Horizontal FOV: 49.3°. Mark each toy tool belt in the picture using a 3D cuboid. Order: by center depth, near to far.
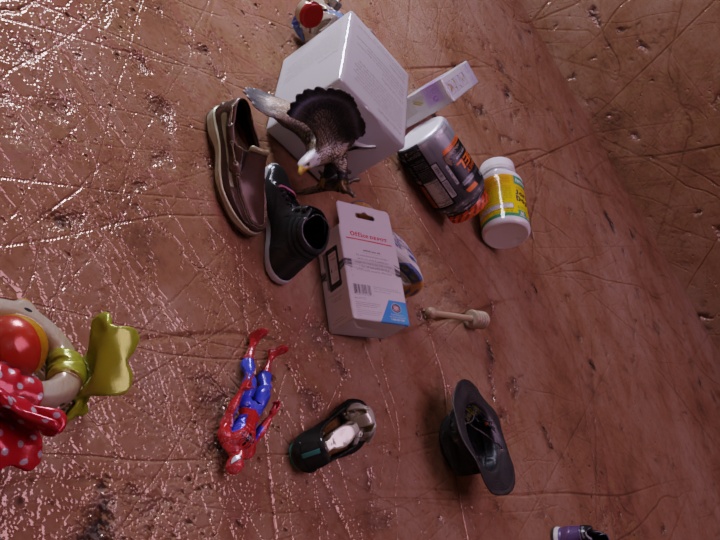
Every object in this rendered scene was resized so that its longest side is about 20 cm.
[{"bbox_3d":[-0.071,-0.451,1.449,0.199,0.125,0.123,26,17,-50],"label":"toy tool belt"}]

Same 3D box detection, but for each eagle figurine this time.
[{"bbox_3d":[-0.065,-0.200,1.162,0.151,0.151,0.201,-99,167,-59],"label":"eagle figurine"}]

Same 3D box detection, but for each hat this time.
[{"bbox_3d":[0.182,0.292,1.331,0.201,0.081,0.202,46,28,-34],"label":"hat"}]

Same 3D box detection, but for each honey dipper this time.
[{"bbox_3d":[0.186,0.091,1.517,0.199,0.038,0.038,9,62,-51],"label":"honey dipper"}]

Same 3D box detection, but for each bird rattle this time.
[{"bbox_3d":[-0.311,0.096,0.717,0.163,0.113,0.200,43,24,8],"label":"bird rattle"}]

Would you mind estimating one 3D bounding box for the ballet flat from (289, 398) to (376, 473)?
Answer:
[{"bbox_3d":[-0.018,0.225,1.085,0.200,0.068,0.068,-25,90,-59],"label":"ballet flat"}]

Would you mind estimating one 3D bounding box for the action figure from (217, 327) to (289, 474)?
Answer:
[{"bbox_3d":[-0.134,0.164,0.977,0.065,0.051,0.201,48,38,-33],"label":"action figure"}]

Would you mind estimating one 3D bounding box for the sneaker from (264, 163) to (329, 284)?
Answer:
[{"bbox_3d":[-0.094,-0.086,1.156,0.070,0.099,0.202,24,49,-45],"label":"sneaker"}]

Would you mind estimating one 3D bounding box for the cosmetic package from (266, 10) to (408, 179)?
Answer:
[{"bbox_3d":[-0.033,-0.285,1.320,0.167,0.166,0.201,41,38,-33],"label":"cosmetic package"}]

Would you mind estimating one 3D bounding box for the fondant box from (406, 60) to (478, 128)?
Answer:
[{"bbox_3d":[0.157,-0.375,1.684,0.059,0.144,0.200,58,32,-11],"label":"fondant box"}]

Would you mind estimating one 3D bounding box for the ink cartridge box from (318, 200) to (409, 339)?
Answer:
[{"bbox_3d":[0.000,0.000,1.246,0.115,0.068,0.202,11,60,-37],"label":"ink cartridge box"}]

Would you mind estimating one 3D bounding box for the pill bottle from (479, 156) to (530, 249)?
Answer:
[{"bbox_3d":[0.329,-0.161,1.826,0.113,0.112,0.201,34,43,-40],"label":"pill bottle"}]

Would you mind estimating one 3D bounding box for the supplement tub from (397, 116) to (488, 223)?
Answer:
[{"bbox_3d":[0.173,-0.204,1.613,0.200,0.122,0.123,52,34,-20],"label":"supplement tub"}]

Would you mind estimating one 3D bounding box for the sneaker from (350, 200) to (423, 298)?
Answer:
[{"bbox_3d":[0.036,-0.043,1.366,0.201,0.075,0.088,55,16,-21],"label":"sneaker"}]

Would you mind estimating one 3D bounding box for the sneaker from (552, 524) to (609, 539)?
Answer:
[{"bbox_3d":[0.467,0.562,1.562,0.200,0.087,0.076,38,40,-38],"label":"sneaker"}]

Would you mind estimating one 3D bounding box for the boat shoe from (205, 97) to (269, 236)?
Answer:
[{"bbox_3d":[-0.166,-0.153,1.116,0.074,0.074,0.204,-2,71,-56],"label":"boat shoe"}]
